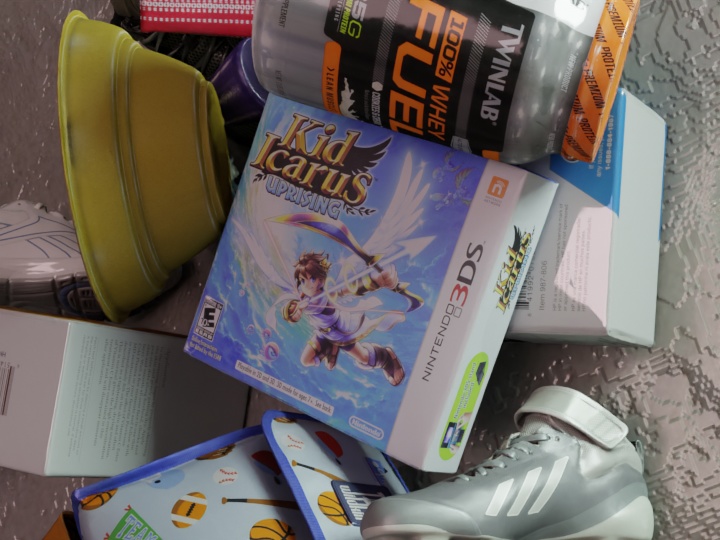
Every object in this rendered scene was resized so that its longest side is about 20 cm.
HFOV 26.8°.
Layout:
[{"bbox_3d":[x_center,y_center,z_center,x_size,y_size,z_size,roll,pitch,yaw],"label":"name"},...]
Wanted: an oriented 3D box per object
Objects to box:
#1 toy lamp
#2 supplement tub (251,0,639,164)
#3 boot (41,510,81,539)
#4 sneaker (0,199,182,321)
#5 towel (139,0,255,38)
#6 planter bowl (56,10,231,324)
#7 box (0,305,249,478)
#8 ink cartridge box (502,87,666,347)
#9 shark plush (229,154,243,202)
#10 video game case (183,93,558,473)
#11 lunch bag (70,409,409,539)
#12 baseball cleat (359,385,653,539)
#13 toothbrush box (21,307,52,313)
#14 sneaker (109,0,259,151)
[{"bbox_3d":[-0.023,-0.151,0.979,0.199,0.058,0.059,-26,69,34],"label":"toy lamp"},{"bbox_3d":[0.048,-0.134,0.846,0.198,0.122,0.124,16,90,10],"label":"supplement tub"},{"bbox_3d":[-0.203,0.284,1.077,0.144,0.070,0.202,-50,56,18],"label":"boot"},{"bbox_3d":[-0.228,-0.012,1.099,0.197,0.075,0.088,1,59,-12],"label":"sneaker"},{"bbox_3d":[-0.074,-0.254,1.002,0.143,0.023,0.203,4,106,-2],"label":"towel"},{"bbox_3d":[-0.130,-0.072,0.975,0.082,0.201,0.203,-8,76,2],"label":"planter bowl"},{"bbox_3d":[-0.181,0.083,1.023,0.123,0.199,0.099,7,86,31],"label":"box"},{"bbox_3d":[0.082,-0.030,0.950,0.198,0.084,0.147,1,82,31],"label":"ink cartridge box"},{"bbox_3d":[-0.126,-0.067,1.116,0.198,0.091,0.084,18,116,18],"label":"shark plush"},{"bbox_3d":[0.000,0.000,0.921,0.199,0.045,0.183,22,94,33],"label":"video game case"},{"bbox_3d":[-0.049,0.181,0.887,0.125,0.198,0.171,92,154,-44],"label":"lunch bag"},{"bbox_3d":[0.083,0.119,0.872,0.069,0.198,0.108,-24,64,52],"label":"baseball cleat"},{"bbox_3d":[-0.327,0.082,1.180,0.199,0.086,0.147,-31,67,25],"label":"toothbrush box"},{"bbox_3d":[-0.113,-0.157,1.076,0.076,0.114,0.200,-45,67,17],"label":"sneaker"}]
